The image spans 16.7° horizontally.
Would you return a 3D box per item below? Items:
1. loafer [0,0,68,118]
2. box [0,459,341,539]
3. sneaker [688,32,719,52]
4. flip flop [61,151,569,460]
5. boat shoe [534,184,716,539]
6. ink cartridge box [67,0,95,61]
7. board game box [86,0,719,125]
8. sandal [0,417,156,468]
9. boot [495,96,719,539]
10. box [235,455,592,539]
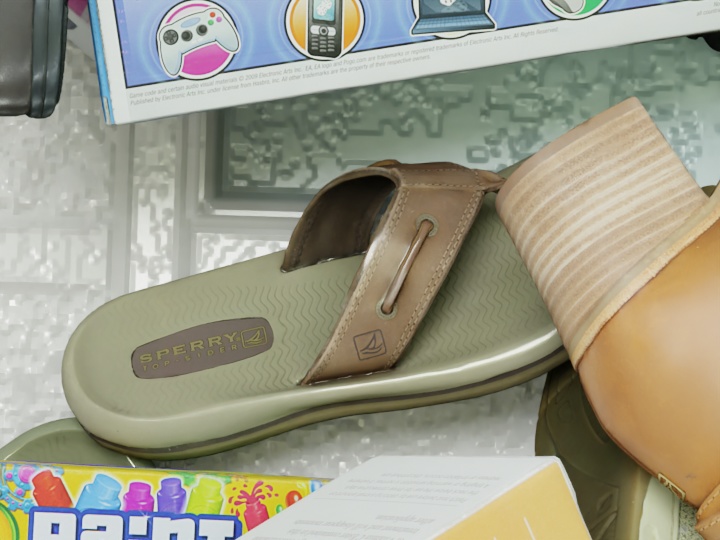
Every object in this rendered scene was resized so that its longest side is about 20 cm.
[{"bbox_3d":[-0.122,-0.136,0.655,0.072,0.073,0.202,-12,90,-15],"label":"loafer"},{"bbox_3d":[-0.076,0.151,0.688,0.199,0.122,0.194,5,84,-26],"label":"box"},{"bbox_3d":[0.071,-0.123,0.781,0.198,0.073,0.083,11,81,-11],"label":"sneaker"},{"bbox_3d":[0.000,0.000,0.757,0.198,0.058,0.081,-16,44,2],"label":"flip flop"},{"bbox_3d":[0.094,0.059,0.731,0.066,0.072,0.202,39,41,-18],"label":"boat shoe"},{"bbox_3d":[-0.118,-0.161,0.747,0.200,0.037,0.095,41,75,-21],"label":"ink cartridge box"},{"bbox_3d":[0.011,-0.155,0.680,0.198,0.056,0.197,-9,108,-7],"label":"board game box"},{"bbox_3d":[-0.142,0.123,0.755,0.080,0.057,0.201,41,84,1],"label":"sandal"},{"bbox_3d":[0.153,-0.005,0.667,0.199,0.077,0.156,-30,70,-10],"label":"boot"},{"bbox_3d":[-0.026,0.145,0.591,0.199,0.097,0.125,-30,100,-26],"label":"box"}]
